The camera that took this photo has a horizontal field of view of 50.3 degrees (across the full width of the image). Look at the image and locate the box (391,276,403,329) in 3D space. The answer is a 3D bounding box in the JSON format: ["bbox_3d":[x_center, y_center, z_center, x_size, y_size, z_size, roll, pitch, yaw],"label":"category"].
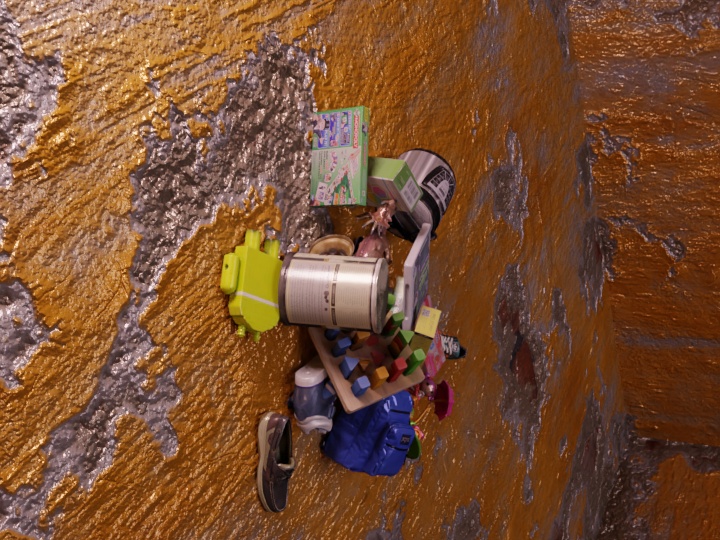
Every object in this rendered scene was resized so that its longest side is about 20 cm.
[{"bbox_3d":[0.087,0.136,1.766,0.145,0.035,0.205,70,30,-63],"label":"box"}]

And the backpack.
[{"bbox_3d":[0.039,0.346,1.713,0.162,0.165,0.204,24,89,-60],"label":"backpack"}]

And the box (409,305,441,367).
[{"bbox_3d":[0.140,0.166,1.792,0.202,0.049,0.077,100,8,-58],"label":"box"}]

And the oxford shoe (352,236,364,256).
[{"bbox_3d":[0.000,0.000,1.731,0.076,0.069,0.202,59,17,-30],"label":"oxford shoe"}]

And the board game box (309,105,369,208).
[{"bbox_3d":[-0.045,-0.237,1.624,0.029,0.132,0.206,5,87,-56],"label":"board game box"}]

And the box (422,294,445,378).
[{"bbox_3d":[0.138,0.171,1.952,0.103,0.093,0.204,-44,126,-46],"label":"box"}]

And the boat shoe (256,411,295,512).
[{"bbox_3d":[-0.162,0.383,1.516,0.071,0.065,0.207,-11,100,-57],"label":"boat shoe"}]

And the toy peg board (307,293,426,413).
[{"bbox_3d":[0.024,0.155,1.592,0.195,0.098,0.203,-17,67,-29],"label":"toy peg board"}]

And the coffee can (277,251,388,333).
[{"bbox_3d":[-0.051,0.043,1.526,0.146,0.194,0.151,4,90,-78],"label":"coffee can"}]

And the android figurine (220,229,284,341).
[{"bbox_3d":[-0.200,0.031,1.472,0.181,0.040,0.206,23,69,-56],"label":"android figurine"}]

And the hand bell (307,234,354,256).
[{"bbox_3d":[-0.049,0.033,1.692,0.105,0.102,0.203,-56,147,-40],"label":"hand bell"}]

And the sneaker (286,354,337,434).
[{"bbox_3d":[-0.076,0.268,1.644,0.199,0.079,0.151,-23,115,-57],"label":"sneaker"}]

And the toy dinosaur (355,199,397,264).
[{"bbox_3d":[0.022,-0.048,1.636,0.137,0.083,0.204,80,20,-55],"label":"toy dinosaur"}]

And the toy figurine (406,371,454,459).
[{"bbox_3d":[0.144,0.323,1.885,0.182,0.149,0.203,-32,94,-28],"label":"toy figurine"}]

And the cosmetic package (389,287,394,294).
[{"bbox_3d":[0.042,0.156,1.781,0.202,0.050,0.153,81,27,-52],"label":"cosmetic package"}]

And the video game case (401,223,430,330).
[{"bbox_3d":[0.129,0.019,1.754,0.201,0.023,0.186,-61,156,-56],"label":"video game case"}]

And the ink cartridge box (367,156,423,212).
[{"bbox_3d":[0.033,-0.196,1.702,0.060,0.197,0.104,-55,134,-21],"label":"ink cartridge box"}]

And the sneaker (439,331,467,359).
[{"bbox_3d":[0.229,0.200,2.107,0.199,0.078,0.073,28,68,-54],"label":"sneaker"}]

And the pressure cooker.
[{"bbox_3d":[0.129,-0.170,1.862,0.181,0.172,0.202,98,19,-51],"label":"pressure cooker"}]
